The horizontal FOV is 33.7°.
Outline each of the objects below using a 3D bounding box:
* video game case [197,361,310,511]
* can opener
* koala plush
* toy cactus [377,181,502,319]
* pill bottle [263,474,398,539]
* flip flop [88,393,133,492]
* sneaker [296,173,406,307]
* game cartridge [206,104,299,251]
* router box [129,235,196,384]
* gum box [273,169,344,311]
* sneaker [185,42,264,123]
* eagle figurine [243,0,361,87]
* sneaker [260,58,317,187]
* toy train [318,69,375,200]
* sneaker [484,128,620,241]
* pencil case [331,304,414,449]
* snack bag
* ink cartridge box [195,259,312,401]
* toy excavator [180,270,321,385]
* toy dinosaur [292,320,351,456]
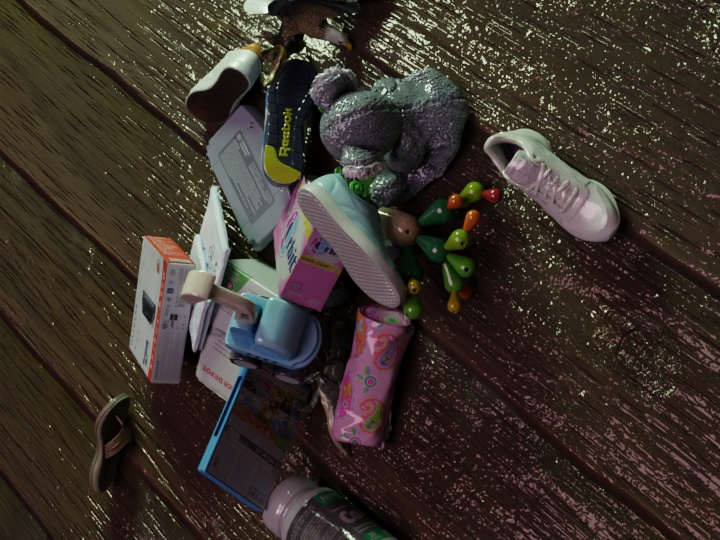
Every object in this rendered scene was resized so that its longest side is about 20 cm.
[{"bbox_3d":[-0.150,0.228,1.723,0.018,0.143,0.201,1,59,38],"label":"video game case"},{"bbox_3d":[0.000,0.000,1.705,0.200,0.053,0.067,-22,111,40],"label":"can opener"},{"bbox_3d":[0.022,-0.191,1.560,0.183,0.200,0.178,-27,75,39],"label":"koala plush"},{"bbox_3d":[0.093,-0.040,1.575,0.165,0.102,0.201,30,103,30],"label":"toy cactus"},{"bbox_3d":[-0.042,0.386,1.715,0.200,0.113,0.114,30,112,35],"label":"pill bottle"},{"bbox_3d":[-0.430,0.306,2.086,0.057,0.081,0.201,22,109,21],"label":"flip flop"},{"bbox_3d":[0.008,-0.048,1.551,0.200,0.082,0.074,53,150,4],"label":"sneaker"},{"bbox_3d":[-0.161,-0.148,1.838,0.133,0.040,0.201,-42,66,39],"label":"game cartridge"},{"bbox_3d":[-0.325,0.062,1.941,0.179,0.049,0.201,-146,63,-63],"label":"router box"},{"bbox_3d":[-0.069,-0.048,1.682,0.114,0.066,0.200,-62,19,24],"label":"gum box"},{"bbox_3d":[-0.203,-0.293,1.858,0.073,0.085,0.200,41,148,-18],"label":"sneaker"},{"bbox_3d":[-0.062,-0.368,1.679,0.200,0.150,0.152,-46,49,45],"label":"eagle figurine"},{"bbox_3d":[-0.110,-0.215,1.752,0.082,0.074,0.201,121,161,-74],"label":"sneaker"},{"bbox_3d":[-0.018,-0.191,1.693,0.042,0.056,0.201,-24,77,55],"label":"toy train"},{"bbox_3d":[0.228,-0.100,1.451,0.200,0.099,0.075,44,118,29],"label":"sneaker"},{"bbox_3d":[0.017,0.151,1.670,0.087,0.087,0.201,24,109,38],"label":"pencil case"},{"bbox_3d":[-0.243,-0.005,1.857,0.189,0.021,0.201,-108,32,-51],"label":"snack bag"},{"bbox_3d":[-0.163,0.101,1.820,0.146,0.083,0.201,31,113,39],"label":"ink cartridge box"},{"bbox_3d":[-0.144,0.064,1.615,0.200,0.194,0.100,110,177,-71],"label":"toy excavator"},{"bbox_3d":[-0.056,0.175,1.745,0.088,0.047,0.201,1,95,9],"label":"toy dinosaur"}]
